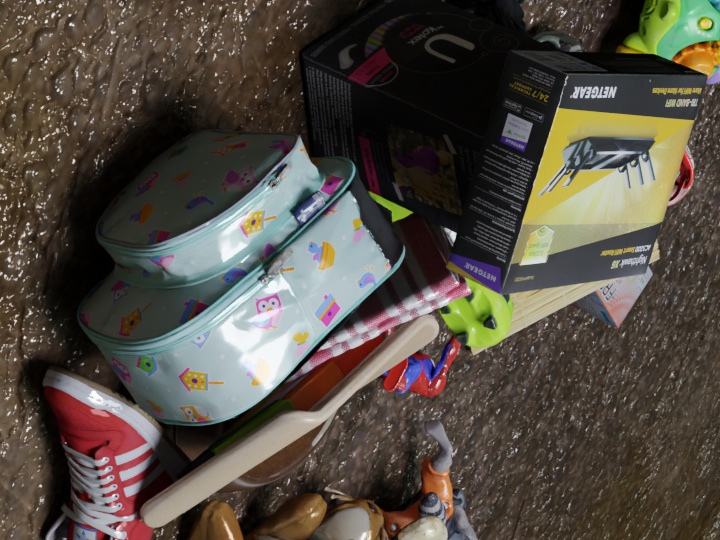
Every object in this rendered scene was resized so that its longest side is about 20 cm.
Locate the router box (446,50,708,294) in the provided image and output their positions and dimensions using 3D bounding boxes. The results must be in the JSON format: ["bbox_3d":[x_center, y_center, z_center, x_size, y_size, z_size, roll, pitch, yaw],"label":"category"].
[{"bbox_3d":[0.155,-0.071,1.427,0.199,0.052,0.158,-8,118,-52],"label":"router box"}]

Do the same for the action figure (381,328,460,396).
[{"bbox_3d":[0.042,0.056,1.705,0.200,0.065,0.100,29,79,-75],"label":"action figure"}]

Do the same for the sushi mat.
[{"bbox_3d":[0.176,0.008,1.838,0.199,0.012,0.096,-27,144,0],"label":"sushi mat"}]

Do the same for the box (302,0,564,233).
[{"bbox_3d":[0.070,-0.114,1.513,0.122,0.199,0.107,-39,141,-33],"label":"box"}]

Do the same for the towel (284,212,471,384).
[{"bbox_3d":[-0.021,0.030,1.475,0.199,0.146,0.030,-27,111,3],"label":"towel"}]

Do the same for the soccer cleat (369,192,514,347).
[{"bbox_3d":[0.063,-0.031,1.643,0.201,0.067,0.081,62,23,-11],"label":"soccer cleat"}]

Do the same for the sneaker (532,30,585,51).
[{"bbox_3d":[0.171,-0.103,1.713,0.079,0.075,0.201,105,-14,-56],"label":"sneaker"}]

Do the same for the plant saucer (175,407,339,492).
[{"bbox_3d":[-0.066,0.092,1.624,0.200,0.034,0.201,-33,136,-38],"label":"plant saucer"}]

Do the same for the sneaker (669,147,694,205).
[{"bbox_3d":[0.261,-0.078,1.885,0.067,0.108,0.202,-29,137,-11],"label":"sneaker"}]

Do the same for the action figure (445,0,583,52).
[{"bbox_3d":[0.109,-0.172,1.616,0.102,0.119,0.201,-21,139,-34],"label":"action figure"}]

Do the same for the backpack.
[{"bbox_3d":[-0.094,0.003,1.385,0.200,0.175,0.154,-53,125,-22],"label":"backpack"}]

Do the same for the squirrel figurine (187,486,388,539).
[{"bbox_3d":[-0.061,0.269,1.696,0.186,0.141,0.201,-27,148,-57],"label":"squirrel figurine"}]

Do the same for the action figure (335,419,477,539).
[{"bbox_3d":[0.046,0.258,1.841,0.200,0.104,0.194,-48,136,-23],"label":"action figure"}]

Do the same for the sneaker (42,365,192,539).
[{"bbox_3d":[-0.190,0.150,1.453,0.113,0.071,0.200,-58,150,-14],"label":"sneaker"}]

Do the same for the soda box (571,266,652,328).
[{"bbox_3d":[0.209,-0.025,1.904,0.069,0.063,0.200,-56,148,-11],"label":"soda box"}]

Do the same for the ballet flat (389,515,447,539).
[{"bbox_3d":[0.038,0.291,1.785,0.066,0.057,0.201,-2,130,-27],"label":"ballet flat"}]

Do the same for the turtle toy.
[{"bbox_3d":[0.310,-0.229,1.858,0.200,0.101,0.147,-12,122,-68],"label":"turtle toy"}]

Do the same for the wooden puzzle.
[{"bbox_3d":[-0.053,0.103,1.480,0.185,0.037,0.200,-36,178,37],"label":"wooden puzzle"}]
